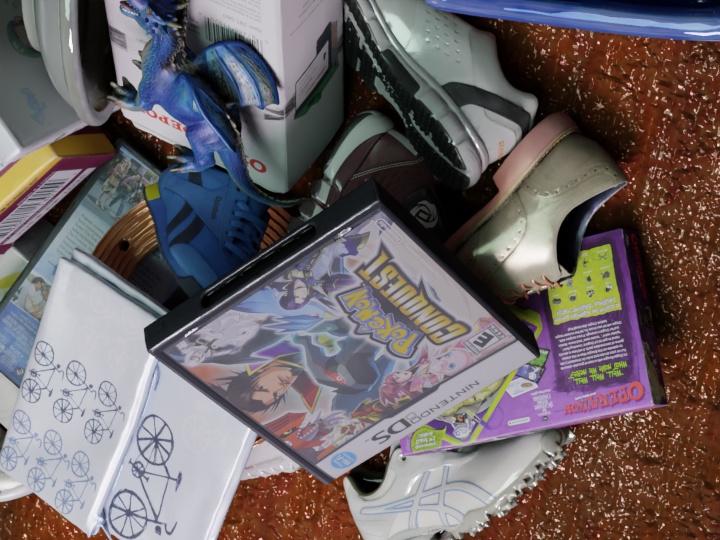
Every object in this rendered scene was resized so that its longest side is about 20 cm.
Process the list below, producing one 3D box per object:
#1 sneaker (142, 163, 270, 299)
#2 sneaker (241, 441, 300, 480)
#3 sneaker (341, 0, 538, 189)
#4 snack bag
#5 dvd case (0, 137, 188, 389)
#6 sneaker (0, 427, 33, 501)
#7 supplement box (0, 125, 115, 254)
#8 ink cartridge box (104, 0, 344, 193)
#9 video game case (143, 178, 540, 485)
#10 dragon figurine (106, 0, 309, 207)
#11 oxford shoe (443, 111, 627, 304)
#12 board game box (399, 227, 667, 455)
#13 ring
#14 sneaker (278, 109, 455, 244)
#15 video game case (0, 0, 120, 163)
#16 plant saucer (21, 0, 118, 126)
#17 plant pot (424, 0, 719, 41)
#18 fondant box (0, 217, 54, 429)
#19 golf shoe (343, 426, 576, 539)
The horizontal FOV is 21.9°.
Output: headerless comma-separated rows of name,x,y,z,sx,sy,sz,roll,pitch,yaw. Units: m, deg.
sneaker,-0.094,-0.026,1.264,0.078,0.200,0.066,-31,123,4
sneaker,-0.078,0.126,1.404,0.200,0.076,0.081,-37,96,34
sneaker,0.041,-0.149,1.237,0.201,0.080,0.074,55,163,12
snack bag,-0.163,0.112,1.325,0.199,0.021,0.190,32,114,22
dvd case,-0.183,0.022,1.394,0.142,0.018,0.201,38,97,9
sneaker,-0.345,0.134,1.550,0.198,0.075,0.082,18,109,20
supplement box,-0.299,-0.124,1.366,0.131,0.103,0.201,-38,84,18
ink cartridge box,-0.090,-0.166,1.233,0.145,0.085,0.201,27,148,18
video game case,-0.008,0.046,1.195,0.180,0.026,0.200,-32,135,17
dragon figurine,-0.093,-0.107,1.173,0.200,0.059,0.099,49,147,-17
oxford shoe,0.098,-0.004,1.229,0.074,0.071,0.201,40,111,21
board game box,0.107,0.052,1.275,0.199,0.032,0.121,-14,76,32
ring,-0.114,0.037,1.350,0.198,0.019,0.203,-2,80,14
sneaker,0.000,0.000,1.283,0.115,0.076,0.201,31,98,3
video game case,-0.251,-0.183,1.298,0.024,0.182,0.201,-34,93,29
plant saucer,-0.191,-0.199,1.247,0.050,0.200,0.202,4,114,3
plant pot,0.152,-0.255,1.058,0.198,0.180,0.202,9,114,23
fondant box,-0.250,0.056,1.472,0.200,0.058,0.145,40,122,6
golf shoe,0.062,0.145,1.338,0.200,0.078,0.098,-37,85,33
